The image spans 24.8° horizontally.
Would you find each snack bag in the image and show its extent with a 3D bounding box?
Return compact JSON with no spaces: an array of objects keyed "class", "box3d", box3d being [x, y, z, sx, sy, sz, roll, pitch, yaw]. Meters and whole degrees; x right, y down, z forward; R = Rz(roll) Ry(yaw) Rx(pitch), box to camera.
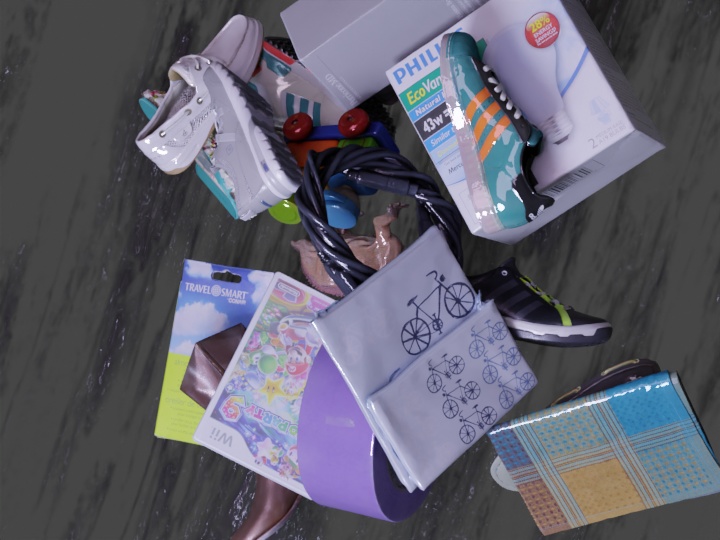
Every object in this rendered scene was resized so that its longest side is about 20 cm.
[{"class":"snack bag","box3d":[0.065,0.078,1.563,0.021,0.188,0.200,-13,110,57]}]

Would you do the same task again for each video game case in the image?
[{"class":"video game case","box3d":[-0.069,0.120,1.720,0.143,0.018,0.200,27,74,-3]}]

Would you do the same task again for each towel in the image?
[{"class":"towel","box3d":[0.241,0.180,1.596,0.200,0.022,0.147,-19,115,22]}]

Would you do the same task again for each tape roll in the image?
[{"class":"tape roll","box3d":[0.019,0.147,1.645,0.085,0.200,0.201,9,88,24]}]

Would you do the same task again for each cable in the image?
[{"class":"cable","box3d":[0.021,-0.048,1.611,0.200,0.163,0.051,51,149,-6]}]

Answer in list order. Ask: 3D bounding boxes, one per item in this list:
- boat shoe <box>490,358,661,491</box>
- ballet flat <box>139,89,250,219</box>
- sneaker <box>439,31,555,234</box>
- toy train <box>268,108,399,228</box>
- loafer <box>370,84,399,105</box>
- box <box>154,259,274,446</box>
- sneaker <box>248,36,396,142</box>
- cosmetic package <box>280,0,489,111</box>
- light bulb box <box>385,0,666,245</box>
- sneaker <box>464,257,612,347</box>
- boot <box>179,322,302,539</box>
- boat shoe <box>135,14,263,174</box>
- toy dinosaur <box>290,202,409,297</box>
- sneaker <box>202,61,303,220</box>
[{"class":"boat shoe","box3d":[0.218,0.155,1.634,0.201,0.061,0.072,-31,115,25]},{"class":"ballet flat","box3d":[-0.169,-0.139,1.846,0.064,0.076,0.200,-36,73,-16]},{"class":"sneaker","box3d":[0.133,-0.139,1.567,0.080,0.071,0.201,-16,83,17]},{"class":"toy train","box3d":[-0.067,-0.098,1.712,0.199,0.085,0.116,-1,51,33]},{"class":"loafer","box3d":[0.083,-0.250,1.748,0.200,0.063,0.072,-35,49,12]},{"class":"box","box3d":[-0.152,0.096,1.811,0.122,0.048,0.201,8,87,24]},{"class":"sneaker","box3d":[-0.048,-0.170,1.794,0.200,0.070,0.094,41,116,21]},{"class":"cosmetic package","box3d":[0.030,-0.267,1.681,0.200,0.107,0.090,-36,49,13]},{"class":"light bulb box","box3d":[0.167,-0.164,1.657,0.198,0.125,0.200,-33,73,18]},{"class":"sneaker","box3d":[0.158,0.028,1.655,0.199,0.072,0.083,9,85,12]},{"class":"boot","box3d":[-0.134,0.178,1.734,0.200,0.064,0.186,45,75,-2]},{"class":"boat shoe","box3d":[-0.176,-0.204,1.779,0.071,0.069,0.200,10,67,51]},{"class":"toy dinosaur","box3d":[0.000,0.000,1.733,0.199,0.086,0.136,2,84,24]},{"class":"sneaker","box3d":[-0.132,-0.138,1.688,0.082,0.075,0.200,-38,49,15]}]
